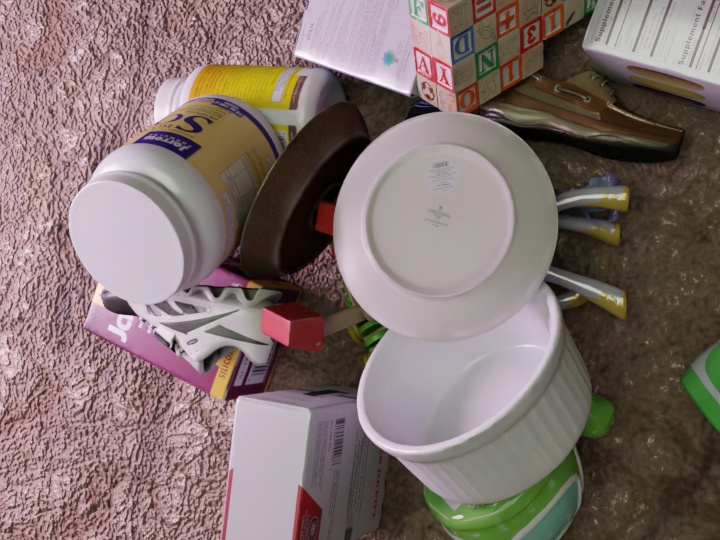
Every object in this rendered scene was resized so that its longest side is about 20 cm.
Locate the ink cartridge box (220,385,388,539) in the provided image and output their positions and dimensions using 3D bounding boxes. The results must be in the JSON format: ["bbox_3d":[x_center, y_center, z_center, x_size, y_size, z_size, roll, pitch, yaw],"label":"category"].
[{"bbox_3d":[-0.046,0.195,0.942,0.083,0.199,0.147,7,90,25],"label":"ink cartridge box"}]

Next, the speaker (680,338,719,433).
[{"bbox_3d":[0.384,0.064,0.838,0.200,0.088,0.089,-41,74,15],"label":"speaker"}]

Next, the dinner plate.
[{"bbox_3d":[0.069,-0.041,0.817,0.197,0.024,0.203,-3,79,14],"label":"dinner plate"}]

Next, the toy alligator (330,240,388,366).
[{"bbox_3d":[0.008,0.044,1.004,0.059,0.054,0.202,-31,77,17],"label":"toy alligator"}]

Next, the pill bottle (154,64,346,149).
[{"bbox_3d":[-0.121,-0.167,1.037,0.197,0.109,0.111,7,90,21],"label":"pill bottle"}]

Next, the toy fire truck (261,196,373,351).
[{"bbox_3d":[0.000,0.000,0.946,0.048,0.198,0.143,20,107,47],"label":"toy fire truck"}]

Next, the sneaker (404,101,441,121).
[{"bbox_3d":[0.044,-0.112,0.928,0.077,0.201,0.071,12,124,-8],"label":"sneaker"}]

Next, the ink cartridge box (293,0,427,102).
[{"bbox_3d":[0.016,-0.266,0.984,0.199,0.076,0.138,26,105,33],"label":"ink cartridge box"}]

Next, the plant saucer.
[{"bbox_3d":[-0.046,-0.071,0.954,0.034,0.200,0.202,33,99,16],"label":"plant saucer"}]

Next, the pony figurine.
[{"bbox_3d":[0.152,-0.042,0.915,0.197,0.167,0.196,1,95,6],"label":"pony figurine"}]

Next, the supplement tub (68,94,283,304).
[{"bbox_3d":[-0.172,-0.071,0.922,0.143,0.200,0.147,11,123,18],"label":"supplement tub"}]

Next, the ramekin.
[{"bbox_3d":[0.104,0.104,0.834,0.199,0.202,0.098,-29,121,18],"label":"ramekin"}]

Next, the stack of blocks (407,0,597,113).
[{"bbox_3d":[0.142,-0.245,0.900,0.199,0.116,0.058,-33,47,-21],"label":"stack of blocks"}]

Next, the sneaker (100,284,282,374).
[{"bbox_3d":[-0.177,0.057,0.956,0.197,0.074,0.090,4,87,21],"label":"sneaker"}]

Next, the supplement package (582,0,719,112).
[{"bbox_3d":[0.318,-0.213,0.863,0.198,0.113,0.111,22,94,22],"label":"supplement package"}]

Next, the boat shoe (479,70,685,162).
[{"bbox_3d":[0.214,-0.158,0.923,0.198,0.076,0.075,17,90,21],"label":"boat shoe"}]

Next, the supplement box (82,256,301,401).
[{"bbox_3d":[-0.185,0.042,1.055,0.198,0.103,0.133,22,96,22],"label":"supplement box"}]

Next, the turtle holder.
[{"bbox_3d":[0.148,0.186,0.907,0.140,0.132,0.187,-7,41,45],"label":"turtle holder"}]
